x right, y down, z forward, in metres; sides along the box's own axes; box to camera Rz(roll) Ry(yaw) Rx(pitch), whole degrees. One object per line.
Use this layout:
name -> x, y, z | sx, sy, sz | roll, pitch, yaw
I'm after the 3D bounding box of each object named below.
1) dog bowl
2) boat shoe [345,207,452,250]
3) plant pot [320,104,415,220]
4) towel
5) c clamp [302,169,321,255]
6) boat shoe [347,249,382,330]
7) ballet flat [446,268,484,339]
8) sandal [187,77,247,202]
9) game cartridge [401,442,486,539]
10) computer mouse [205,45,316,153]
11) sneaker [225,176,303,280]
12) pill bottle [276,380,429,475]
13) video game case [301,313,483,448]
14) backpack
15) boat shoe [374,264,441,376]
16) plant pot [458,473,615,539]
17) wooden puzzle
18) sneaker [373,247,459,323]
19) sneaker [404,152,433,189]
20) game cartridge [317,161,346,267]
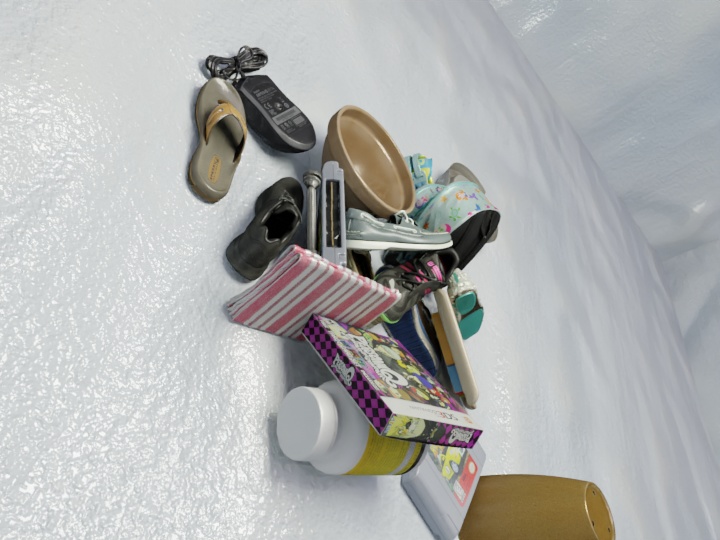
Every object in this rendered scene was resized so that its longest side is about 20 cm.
dog bowl -> 0.243, -0.146, 1.360 | 0.198, 0.058, 0.204 | 31, 45, -37
boat shoe -> 0.061, -0.062, 0.896 | 0.196, 0.072, 0.064 | -1, 90, -29
plant pot -> -0.001, -0.162, 0.977 | 0.200, 0.092, 0.204 | 36, 38, -34
towel -> -0.056, 0.040, 0.761 | 0.198, 0.145, 0.030 | 23, 41, -42
c clamp -> -0.067, -0.058, 0.823 | 0.026, 0.172, 0.204 | -1, 58, -3
boat shoe -> 0.000, 0.000, 0.931 | 0.073, 0.062, 0.205 | 20, 53, -48
ballet flat -> 0.191, 0.059, 1.088 | 0.201, 0.070, 0.073 | 70, 13, -58
sandal -> -0.193, -0.189, 0.812 | 0.081, 0.054, 0.204 | 28, 50, -33
game cartridge -> 0.134, 0.304, 0.929 | 0.134, 0.041, 0.200 | 54, 35, -5
computer mouse -> -0.150, -0.259, 0.931 | 0.201, 0.053, 0.138 | 50, 40, 1
sneaker -> -0.111, -0.072, 0.814 | 0.076, 0.090, 0.202 | 39, 39, -20
pill bottle -> -0.007, 0.201, 0.745 | 0.198, 0.110, 0.114 | 19, 52, -45
video game case -> 0.038, 0.140, 0.744 | 0.179, 0.036, 0.200 | 24, 14, -41
backpack -> 0.150, -0.072, 1.063 | 0.176, 0.200, 0.152 | -3, 54, -52
boat shoe -> 0.081, 0.081, 0.989 | 0.072, 0.071, 0.204 | -34, 105, -60
plant pot -> 0.282, 0.398, 0.913 | 0.185, 0.198, 0.190 | 30, 44, -35
wooden puzzle -> 0.157, 0.143, 1.000 | 0.200, 0.036, 0.189 | 63, 11, -72
sneaker -> 0.084, 0.011, 0.895 | 0.077, 0.084, 0.199 | 53, 46, 1
sneaker -> 0.059, -0.195, 1.087 | 0.199, 0.129, 0.081 | 35, 43, -32
game cartridge -> -0.045, -0.040, 0.851 | 0.039, 0.135, 0.204 | 0, 52, -4
